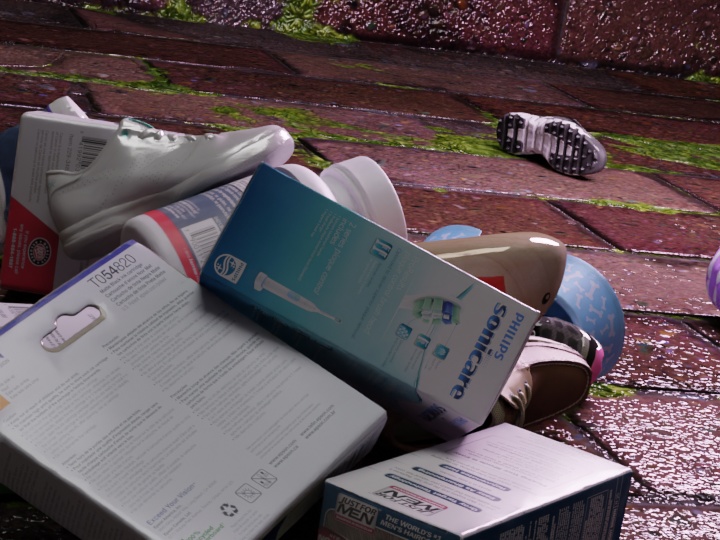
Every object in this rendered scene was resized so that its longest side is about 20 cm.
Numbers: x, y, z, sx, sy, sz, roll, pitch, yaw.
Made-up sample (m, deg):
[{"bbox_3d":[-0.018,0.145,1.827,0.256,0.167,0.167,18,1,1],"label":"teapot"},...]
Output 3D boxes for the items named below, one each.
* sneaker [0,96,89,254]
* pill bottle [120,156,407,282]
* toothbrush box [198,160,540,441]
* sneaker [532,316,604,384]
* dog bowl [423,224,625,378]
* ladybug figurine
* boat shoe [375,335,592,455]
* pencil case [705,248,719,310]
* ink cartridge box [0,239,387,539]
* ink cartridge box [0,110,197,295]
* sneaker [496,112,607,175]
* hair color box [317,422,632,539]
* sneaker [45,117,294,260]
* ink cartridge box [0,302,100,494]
[{"bbox_3d":[-0.256,-0.036,1.718,0.200,0.146,0.081,53,1,-3],"label":"sneaker"},{"bbox_3d":[-0.072,-0.014,1.518,0.200,0.120,0.120,-20,25,-22],"label":"pill bottle"},{"bbox_3d":[0.000,0.025,1.274,0.200,0.085,0.146,29,-11,1],"label":"toothbrush box"},{"bbox_3d":[0.090,0.048,1.524,0.200,0.074,0.087,15,-22,35],"label":"sneaker"},{"bbox_3d":[0.115,0.035,1.600,0.200,0.112,0.050,17,29,30],"label":"dog bowl"},{"bbox_3d":[0.050,0.017,1.415,0.200,0.072,0.136,-7,-2,10],"label":"ladybug figurine"},{"bbox_3d":[0.083,0.098,1.406,0.200,0.076,0.074,-8,26,-29],"label":"boat shoe"},{"bbox_3d":[0.394,0.028,1.841,0.084,0.086,0.200,3,14,-18],"label":"pencil case"},{"bbox_3d":[-0.115,0.085,1.148,0.200,0.041,0.200,35,38,14],"label":"ink cartridge box"},{"bbox_3d":[-0.185,-0.045,1.625,0.200,0.148,0.086,9,4,-2],"label":"ink cartridge box"},{"bbox_3d":[0.271,-0.170,2.605,0.090,0.067,0.200,-3,16,-34],"label":"sneaker"},{"bbox_3d":[0.071,0.150,1.191,0.100,0.061,0.200,18,16,33],"label":"hair color box"},{"bbox_3d":[-0.154,-0.086,1.550,0.200,0.089,0.075,-23,-12,0],"label":"sneaker"},{"bbox_3d":[-0.170,0.081,1.265,0.200,0.084,0.146,3,15,-25],"label":"ink cartridge box"}]
